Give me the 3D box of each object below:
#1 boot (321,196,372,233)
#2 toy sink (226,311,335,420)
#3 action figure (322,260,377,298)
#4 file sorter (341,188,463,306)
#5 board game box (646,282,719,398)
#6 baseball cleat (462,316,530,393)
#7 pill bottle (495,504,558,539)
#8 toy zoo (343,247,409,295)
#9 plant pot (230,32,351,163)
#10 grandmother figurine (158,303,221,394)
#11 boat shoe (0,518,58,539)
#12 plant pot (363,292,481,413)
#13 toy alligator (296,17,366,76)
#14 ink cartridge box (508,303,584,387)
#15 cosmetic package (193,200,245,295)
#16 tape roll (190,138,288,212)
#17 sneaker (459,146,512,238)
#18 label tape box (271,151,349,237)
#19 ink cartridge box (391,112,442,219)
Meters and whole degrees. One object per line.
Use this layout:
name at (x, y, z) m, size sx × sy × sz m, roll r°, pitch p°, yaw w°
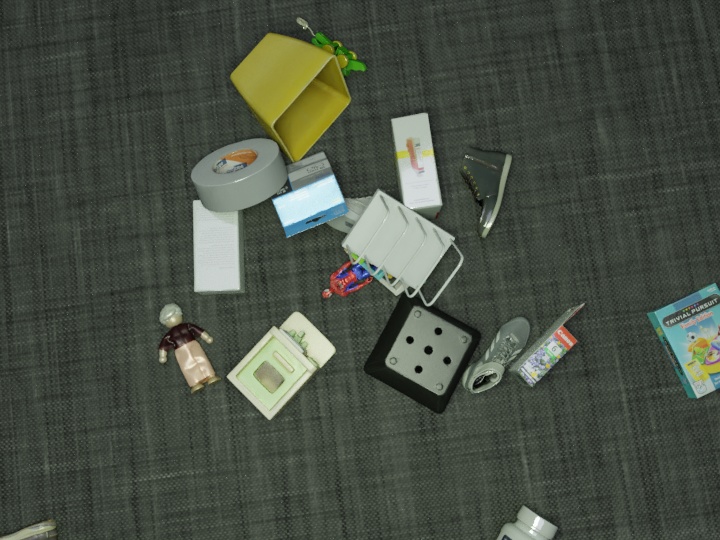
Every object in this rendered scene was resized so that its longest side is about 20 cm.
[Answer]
boot at (-0.009, -0.132, 1.597) m, size 0.199 × 0.074 × 0.096 m, roll 32°, pitch 53°, yaw 18°
toy sink at (-0.163, 0.196, 1.526) m, size 0.130 × 0.112 × 0.200 m, roll 44°, pitch 85°, yaw 6°
action figure at (0.000, 0.000, 1.581) m, size 0.199 × 0.052 × 0.066 m, roll -34°, pitch 99°, yaw -1°
file sorter at (0.087, -0.038, 1.446) m, size 0.199 × 0.125 × 0.139 m, roll 29°, pitch 107°, yaw -21°
board game box at (0.735, 0.151, 1.550) m, size 0.150 × 0.047 × 0.201 m, roll -25°, pitch 83°, yaw -3°
baseball cleat at (0.299, 0.185, 1.523) m, size 0.070 × 0.106 × 0.200 m, roll 39°, pitch 90°, yaw -8°
pill bottle at (0.318, 0.589, 1.466) m, size 0.110 × 0.111 × 0.201 m, roll 31°, pitch 84°, yaw 5°
toy zoo at (0.075, -0.033, 1.546) m, size 0.131 × 0.020 × 0.200 m, roll -48°, pitch 121°, yaw 5°
plant pot at (-0.163, -0.392, 1.574) m, size 0.176 × 0.200 × 0.200 m, roll 39°, pitch 85°, yaw 18°
grandmother figurine at (-0.383, 0.164, 1.565) m, size 0.121 × 0.061 × 0.201 m, roll -21°, pitch 79°, yaw -30°
boat shoe at (-0.729, 0.585, 1.503) m, size 0.198 × 0.075 × 0.074 m, roll -19°, pitch 82°, yaw 0°
plant pot at (0.134, 0.166, 1.493) m, size 0.199 × 0.177 × 0.201 m, roll 28°, pitch 83°, yaw 5°
toy alligator at (-0.075, -0.500, 1.649) m, size 0.199 × 0.059 × 0.054 m, roll 37°, pitch 125°, yaw 5°
ink cartridge box at (0.405, 0.159, 1.522) m, size 0.200 × 0.109 × 0.050 m, roll -44°, pitch 84°, yaw -5°
cosmetic package at (-0.309, -0.051, 1.581) m, size 0.100 × 0.071 × 0.202 m, roll -2°, pitch 82°, yaw 1°
tape roll at (-0.258, -0.206, 1.541) m, size 0.198 × 0.201 × 0.067 m, roll -18°, pitch 125°, yaw -1°
sneaker at (0.261, -0.173, 1.594) m, size 0.105 × 0.075 × 0.202 m, roll 15°, pitch 74°, yaw 7°
label tape box at (-0.116, -0.167, 1.534) m, size 0.143 × 0.200 × 0.064 m, roll -22°, pitch 123°, yaw -1°
ink cartridge box at (0.119, -0.218, 1.560) m, size 0.083 × 0.145 × 0.202 m, roll -7°, pitch 82°, yaw 2°
